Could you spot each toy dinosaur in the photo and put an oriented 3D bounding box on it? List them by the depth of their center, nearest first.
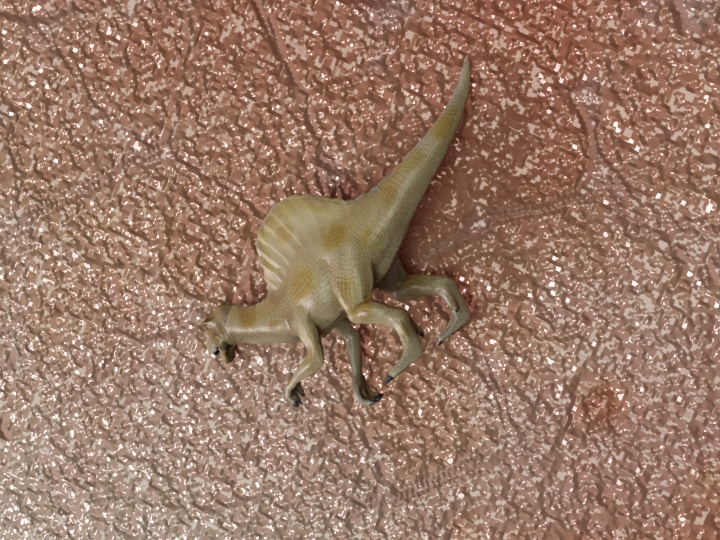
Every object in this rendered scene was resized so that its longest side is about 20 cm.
[{"bbox_3d":[0.000,0.000,1.123,0.200,0.058,0.101,-43,84,23],"label":"toy dinosaur"}]
